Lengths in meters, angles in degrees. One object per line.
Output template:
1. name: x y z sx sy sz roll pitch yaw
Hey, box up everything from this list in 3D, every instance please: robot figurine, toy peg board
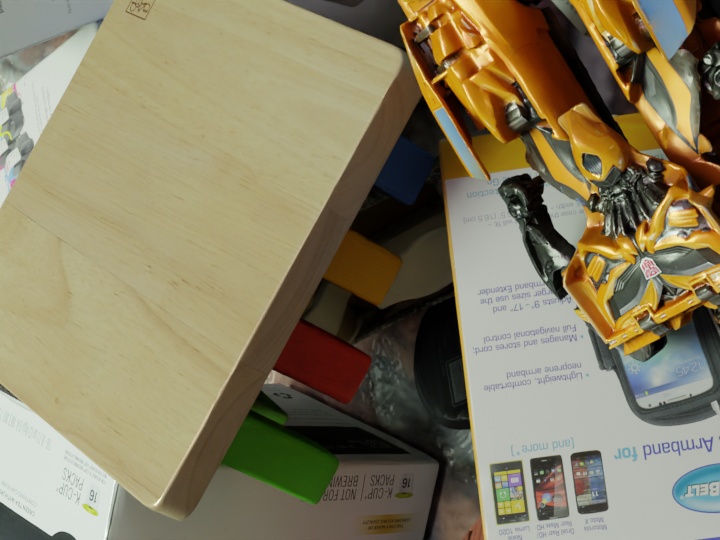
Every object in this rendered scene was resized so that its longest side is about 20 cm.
1. robot figurine: 0.085 -0.059 0.688 0.145 0.058 0.201 -34 86 44
2. toy peg board: -0.058 -0.011 0.833 0.200 0.098 0.200 29 90 47

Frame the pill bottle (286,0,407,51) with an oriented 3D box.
1. pill bottle: -0.027 -0.100 0.949 0.112 0.112 0.201 35 111 43

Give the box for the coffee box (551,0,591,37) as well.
1. coffee box: 0.097 -0.182 0.822 0.080 0.114 0.200 -57 51 27

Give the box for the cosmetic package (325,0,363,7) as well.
1. cosmetic package: 0.015 -0.186 0.748 0.199 0.112 0.082 -28 67 41

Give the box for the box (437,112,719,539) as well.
1. box: 0.100 0.038 0.754 0.118 0.042 0.202 -7 71 5

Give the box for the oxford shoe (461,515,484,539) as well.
1. oxford shoe: 0.069 0.154 0.872 0.074 0.071 0.200 44 116 -6

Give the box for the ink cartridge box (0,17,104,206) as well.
1. ink cartridge box: -0.153 -0.061 1.078 0.200 0.115 0.068 -29 66 43

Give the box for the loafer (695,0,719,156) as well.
1. loafer: 0.154 -0.041 0.732 0.063 0.072 0.201 -24 102 25

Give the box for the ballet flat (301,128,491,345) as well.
1. ballet flat: 0.000 0.000 0.865 0.200 0.072 0.073 -28 66 30

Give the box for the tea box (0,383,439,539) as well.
1. tea box: -0.091 0.164 0.930 0.133 0.199 0.198 20 100 46

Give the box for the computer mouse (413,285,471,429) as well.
1. computer mouse: 0.117 0.041 0.832 0.199 0.046 0.141 -32 57 29

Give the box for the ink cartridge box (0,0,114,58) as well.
1. ink cartridge box: -0.157 -0.195 1.020 0.146 0.199 0.086 28 137 44
